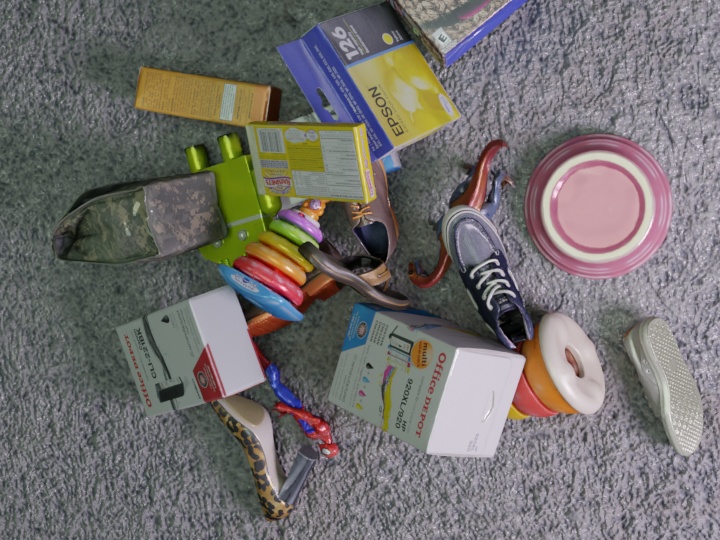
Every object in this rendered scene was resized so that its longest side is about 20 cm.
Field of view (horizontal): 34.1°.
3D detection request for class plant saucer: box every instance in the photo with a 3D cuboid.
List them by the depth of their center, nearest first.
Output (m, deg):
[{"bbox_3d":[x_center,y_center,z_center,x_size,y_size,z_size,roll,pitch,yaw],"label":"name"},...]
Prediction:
[{"bbox_3d":[0.322,-0.086,1.595,0.200,0.051,0.201,1,95,12],"label":"plant saucer"}]

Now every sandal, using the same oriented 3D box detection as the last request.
[{"bbox_3d":[0.000,0.000,1.579,0.200,0.082,0.055,31,92,-35],"label":"sandal"}]

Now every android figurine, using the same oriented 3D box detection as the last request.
[{"bbox_3d":[-0.192,-0.091,1.690,0.182,0.041,0.200,-13,91,28],"label":"android figurine"}]

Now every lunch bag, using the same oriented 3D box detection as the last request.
[{"bbox_3d":[-0.317,-0.068,1.644,0.200,0.164,0.118,-10,95,31],"label":"lunch bag"}]

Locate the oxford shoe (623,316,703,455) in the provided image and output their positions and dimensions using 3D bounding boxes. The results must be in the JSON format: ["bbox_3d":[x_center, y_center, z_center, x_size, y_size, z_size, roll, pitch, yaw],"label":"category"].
[{"bbox_3d":[0.412,0.156,1.596,0.058,0.075,0.200,-12,103,53],"label":"oxford shoe"}]

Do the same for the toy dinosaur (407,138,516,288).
[{"bbox_3d":[0.124,-0.066,1.594,0.105,0.200,0.182,24,67,24],"label":"toy dinosaur"}]

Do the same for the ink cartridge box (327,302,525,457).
[{"bbox_3d":[0.087,0.145,1.570,0.200,0.145,0.147,22,99,45],"label":"ink cartridge box"}]

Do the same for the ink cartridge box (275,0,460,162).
[{"bbox_3d":[0.015,-0.253,1.580,0.047,0.200,0.198,-33,88,47],"label":"ink cartridge box"}]

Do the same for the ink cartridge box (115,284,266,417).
[{"bbox_3d":[-0.244,0.117,1.662,0.200,0.084,0.144,-19,90,47],"label":"ink cartridge box"}]

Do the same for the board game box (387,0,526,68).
[{"bbox_3d":[0.111,-0.404,1.580,0.159,0.097,0.200,-40,86,4],"label":"board game box"}]

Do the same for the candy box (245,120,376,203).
[{"bbox_3d":[-0.068,-0.145,1.548,0.200,0.026,0.102,8,118,40],"label":"candy box"}]

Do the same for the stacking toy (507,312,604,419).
[{"bbox_3d":[0.221,0.156,1.615,0.200,0.146,0.146,-28,88,31],"label":"stacking toy"}]

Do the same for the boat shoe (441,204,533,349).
[{"bbox_3d":[0.173,0.011,1.540,0.075,0.093,0.200,-30,116,1],"label":"boat shoe"}]

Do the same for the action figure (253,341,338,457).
[{"bbox_3d":[-0.102,0.192,1.698,0.052,0.065,0.200,-43,83,-11],"label":"action figure"}]

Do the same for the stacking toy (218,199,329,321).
[{"bbox_3d":[-0.091,-0.041,1.598,0.116,0.110,0.200,29,82,22],"label":"stacking toy"}]

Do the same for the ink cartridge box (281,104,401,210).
[{"bbox_3d":[-0.056,-0.163,1.658,0.200,0.067,0.116,-20,92,12],"label":"ink cartridge box"}]

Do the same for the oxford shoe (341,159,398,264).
[{"bbox_3d":[0.006,-0.099,1.590,0.071,0.073,0.200,-19,119,13],"label":"oxford shoe"}]

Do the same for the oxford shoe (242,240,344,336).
[{"bbox_3d":[-0.111,0.031,1.685,0.200,0.071,0.073,-31,71,6],"label":"oxford shoe"}]

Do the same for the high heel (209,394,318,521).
[{"bbox_3d":[-0.168,0.273,1.723,0.200,0.071,0.143,34,116,16],"label":"high heel"}]

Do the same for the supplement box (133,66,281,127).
[{"bbox_3d":[-0.219,-0.247,1.686,0.200,0.067,0.069,9,96,10],"label":"supplement box"}]
